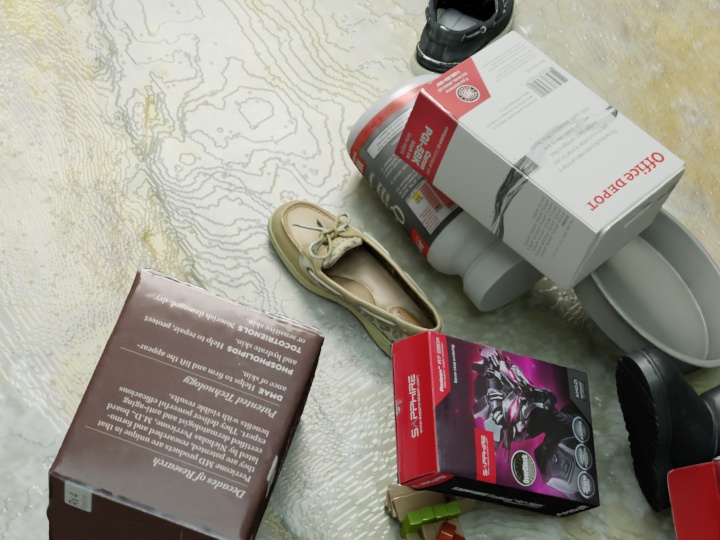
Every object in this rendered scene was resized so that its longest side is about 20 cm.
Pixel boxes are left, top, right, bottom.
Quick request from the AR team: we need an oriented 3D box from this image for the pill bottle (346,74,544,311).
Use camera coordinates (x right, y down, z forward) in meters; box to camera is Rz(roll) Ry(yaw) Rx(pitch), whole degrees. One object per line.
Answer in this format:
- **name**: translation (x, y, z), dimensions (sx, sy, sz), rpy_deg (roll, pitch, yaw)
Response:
- **pill bottle**: translation (0.086, -0.069, 1.813), dimensions (0.116, 0.116, 0.200), rpy_deg (-29, 70, -21)

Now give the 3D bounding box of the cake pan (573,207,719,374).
- **cake pan**: translation (0.256, 0.012, 1.789), dimensions (0.200, 0.037, 0.200), rpy_deg (28, 37, -24)

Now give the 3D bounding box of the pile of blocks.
- **pile of blocks**: translation (0.067, 0.174, 1.715), dimensions (0.082, 0.062, 0.200), rpy_deg (10, 61, -3)

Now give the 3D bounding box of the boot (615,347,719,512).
- **boot**: translation (0.309, 0.113, 1.712), dimensions (0.162, 0.198, 0.073), rpy_deg (-24, 44, -8)

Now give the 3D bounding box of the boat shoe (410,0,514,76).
- **boat shoe**: translation (0.103, -0.253, 1.911), dimensions (0.074, 0.066, 0.199), rpy_deg (25, 42, 15)

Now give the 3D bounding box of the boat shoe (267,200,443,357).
- **boat shoe**: translation (0.000, 0.000, 1.794), dimensions (0.200, 0.063, 0.073), rpy_deg (40, 65, 13)

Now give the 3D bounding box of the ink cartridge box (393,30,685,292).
- **ink cartridge box**: translation (0.153, -0.095, 1.718), dimensions (0.200, 0.083, 0.147), rpy_deg (40, 47, 17)

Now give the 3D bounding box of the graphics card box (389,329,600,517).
- **graphics card box**: translation (0.115, 0.132, 1.690), dimensions (0.200, 0.051, 0.126), rpy_deg (18, 60, -40)

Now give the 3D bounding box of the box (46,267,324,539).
- **box**: translation (-0.144, 0.139, 1.643), dimensions (0.164, 0.166, 0.200), rpy_deg (20, 62, 1)

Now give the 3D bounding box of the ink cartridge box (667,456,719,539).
- **ink cartridge box**: translation (0.363, 0.247, 1.668), dimensions (0.175, 0.084, 0.200), rpy_deg (-10, 89, -13)
